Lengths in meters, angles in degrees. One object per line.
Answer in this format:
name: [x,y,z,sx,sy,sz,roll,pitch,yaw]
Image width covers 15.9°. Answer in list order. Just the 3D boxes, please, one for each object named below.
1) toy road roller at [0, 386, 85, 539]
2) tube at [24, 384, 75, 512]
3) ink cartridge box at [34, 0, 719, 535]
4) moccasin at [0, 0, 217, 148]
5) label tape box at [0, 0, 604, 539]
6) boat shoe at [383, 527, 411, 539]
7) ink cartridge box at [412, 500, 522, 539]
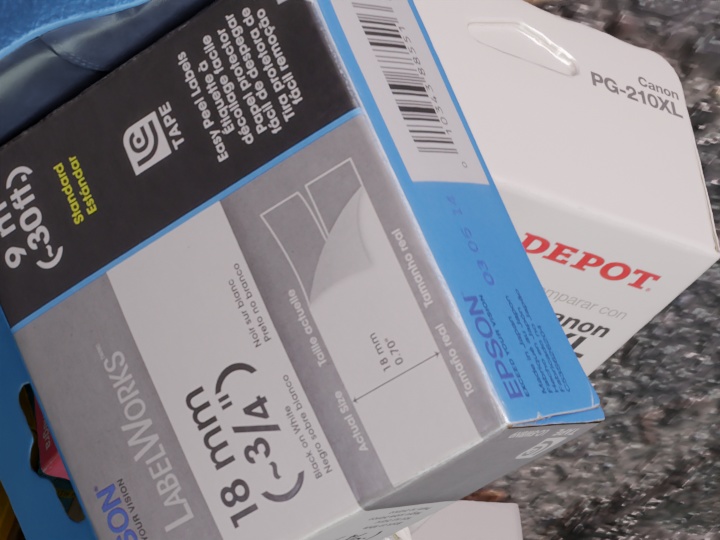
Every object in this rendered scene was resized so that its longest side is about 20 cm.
toy road roller: [-0.148,0.127,0.948,0.200,0.123,0.146,15,137,2]
tube: [-0.109,0.055,0.988,0.077,0.050,0.200,8,138,-30]
ink cartridge box: [0.000,0.000,0.859,0.145,0.084,0.200,17,136,-29]
moccasin: [-0.085,-0.086,0.743,0.200,0.081,0.068,-27,161,18]
label tape box: [-0.051,0.023,0.737,0.200,0.144,0.063,-31,166,27]
boat shoe: [-0.021,0.099,0.861,0.074,0.065,0.202,-8,144,2]
ink cartridge box: [-0.011,0.212,1.086,0.146,0.200,0.147,5,145,-15]
